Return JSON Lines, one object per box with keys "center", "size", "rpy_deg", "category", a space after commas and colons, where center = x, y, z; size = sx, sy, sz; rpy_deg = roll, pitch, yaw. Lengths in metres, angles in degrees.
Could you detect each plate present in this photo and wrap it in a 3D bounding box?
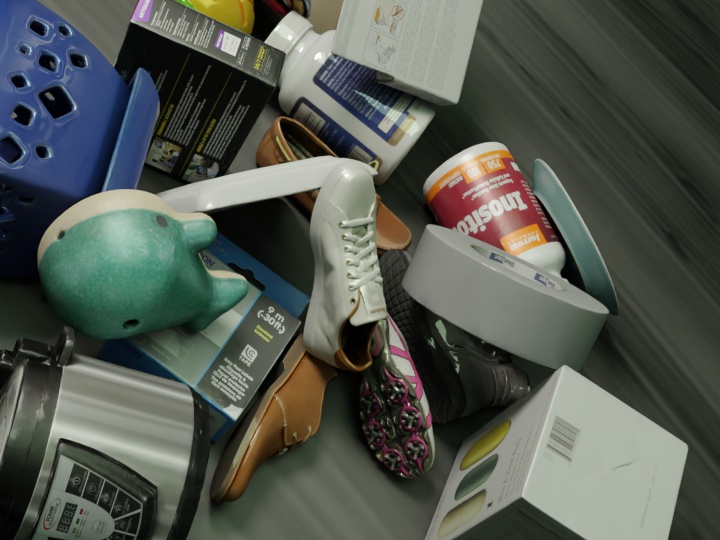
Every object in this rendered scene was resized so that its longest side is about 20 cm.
{"center": [0.238, -0.033, 1.319], "size": [0.025, 0.200, 0.202], "rpy_deg": [-27, 73, 3], "category": "plate"}
{"center": [-0.114, -0.079, 1.130], "size": [0.198, 0.199, 0.033], "rpy_deg": [-14, 95, -33], "category": "plate"}

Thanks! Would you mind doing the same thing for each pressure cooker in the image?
{"center": [-0.240, 0.157, 0.934], "size": [0.198, 0.179, 0.178], "rpy_deg": [20, 54, -21], "category": "pressure cooker"}

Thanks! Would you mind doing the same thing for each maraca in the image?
{"center": [-0.169, -0.284, 1.262], "size": [0.137, 0.107, 0.201], "rpy_deg": [31, 26, -42], "category": "maraca"}

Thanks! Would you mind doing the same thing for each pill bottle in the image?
{"center": [0.161, -0.034, 1.301], "size": [0.112, 0.113, 0.201], "rpy_deg": [-16, 70, -34], "category": "pill bottle"}
{"center": [-0.022, -0.199, 1.302], "size": [0.199, 0.111, 0.111], "rpy_deg": [38, 51, -3], "category": "pill bottle"}

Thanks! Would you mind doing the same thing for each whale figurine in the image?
{"center": [-0.178, 0.016, 0.977], "size": [0.199, 0.158, 0.104], "rpy_deg": [32, 30, -49], "category": "whale figurine"}

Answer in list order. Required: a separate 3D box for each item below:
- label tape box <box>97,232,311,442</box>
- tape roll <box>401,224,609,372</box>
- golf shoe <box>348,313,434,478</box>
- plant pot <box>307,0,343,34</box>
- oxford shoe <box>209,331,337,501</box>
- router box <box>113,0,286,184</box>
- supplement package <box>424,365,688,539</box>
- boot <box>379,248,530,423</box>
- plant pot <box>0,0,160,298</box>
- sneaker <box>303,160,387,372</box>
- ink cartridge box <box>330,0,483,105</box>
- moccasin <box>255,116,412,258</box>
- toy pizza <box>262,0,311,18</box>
{"center": [-0.140, 0.044, 1.125], "size": [0.143, 0.066, 0.201], "rpy_deg": [36, 53, -4], "category": "label tape box"}
{"center": [0.143, 0.026, 1.140], "size": [0.198, 0.067, 0.200], "rpy_deg": [23, 9, -4], "category": "tape roll"}
{"center": [0.033, 0.110, 1.172], "size": [0.092, 0.072, 0.202], "rpy_deg": [-7, 73, -61], "category": "golf shoe"}
{"center": [0.034, -0.354, 1.368], "size": [0.185, 0.200, 0.189], "rpy_deg": [13, 56, -20], "category": "plant pot"}
{"center": [-0.077, 0.148, 1.096], "size": [0.071, 0.071, 0.201], "rpy_deg": [39, 50, -7], "category": "oxford shoe"}
{"center": [-0.178, -0.171, 1.145], "size": [0.148, 0.200, 0.051], "rpy_deg": [23, 54, -14], "category": "router box"}
{"center": [0.182, 0.225, 1.102], "size": [0.150, 0.200, 0.153], "rpy_deg": [32, 52, -7], "category": "supplement package"}
{"center": [0.098, 0.067, 1.249], "size": [0.131, 0.070, 0.202], "rpy_deg": [-9, 72, -40], "category": "boot"}
{"center": [-0.299, -0.101, 1.048], "size": [0.178, 0.200, 0.202], "rpy_deg": [23, 53, -21], "category": "plant pot"}
{"center": [0.000, 0.000, 1.080], "size": [0.072, 0.202, 0.084], "rpy_deg": [-14, 28, -39], "category": "sneaker"}
{"center": [0.053, -0.299, 1.234], "size": [0.172, 0.043, 0.202], "rpy_deg": [15, 89, -32], "category": "ink cartridge box"}
{"center": [-0.022, -0.092, 1.259], "size": [0.201, 0.078, 0.074], "rpy_deg": [46, 52, 3], "category": "moccasin"}
{"center": [-0.134, -0.356, 1.303], "size": [0.200, 0.200, 0.032], "rpy_deg": [45, 84, 2], "category": "toy pizza"}
